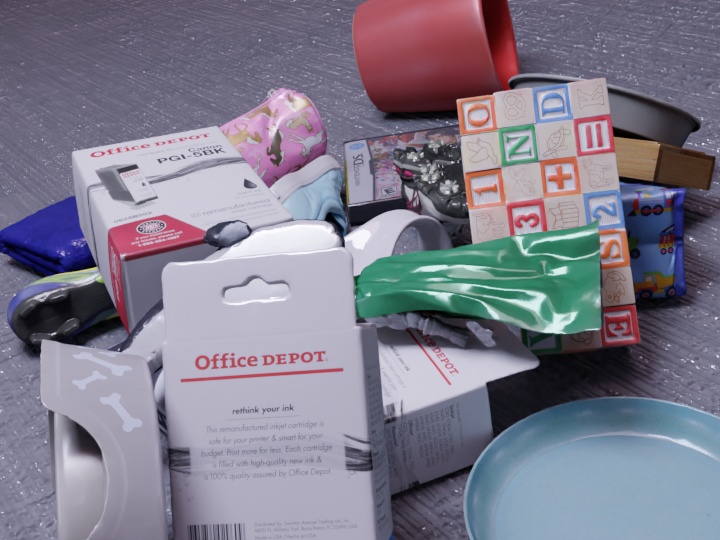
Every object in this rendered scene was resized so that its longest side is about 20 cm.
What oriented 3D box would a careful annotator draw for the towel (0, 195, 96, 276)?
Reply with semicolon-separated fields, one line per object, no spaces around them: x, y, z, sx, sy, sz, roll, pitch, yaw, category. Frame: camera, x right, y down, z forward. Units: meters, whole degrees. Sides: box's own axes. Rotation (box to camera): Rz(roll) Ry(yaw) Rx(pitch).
-0.277;-0.052;1.049;0.147;0.050;0.199;14;35;41;towel

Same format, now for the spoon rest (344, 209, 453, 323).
0.000;0.000;0.779;0.099;0.061;0.199;18;35;39;spoon rest

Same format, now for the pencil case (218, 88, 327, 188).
-0.132;-0.113;1.006;0.199;0.083;0.087;-35;65;-22;pencil case

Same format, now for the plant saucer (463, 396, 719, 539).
0.163;0.148;0.585;0.198;0.028;0.201;-7;30;4;plant saucer

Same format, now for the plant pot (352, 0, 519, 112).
0.095;-0.291;1.227;0.176;0.202;0.201;-8;28;20;plant pot

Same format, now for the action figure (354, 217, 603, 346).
0.069;0.014;0.677;0.198;0.055;0.118;-3;34;17;action figure

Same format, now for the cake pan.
0.244;-0.154;0.986;0.198;0.037;0.200;15;2;-1;cake pan

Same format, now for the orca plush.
-0.093;0.038;0.704;0.105;0.071;0.200;40;82;17;orca plush

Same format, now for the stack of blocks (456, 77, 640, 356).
0.142;-0.036;0.741;0.114;0.202;0.059;-7;-7;8;stack of blocks

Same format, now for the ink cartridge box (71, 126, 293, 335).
-0.158;-0.042;0.834;0.146;0.084;0.200;-14;36;-22;ink cartridge box

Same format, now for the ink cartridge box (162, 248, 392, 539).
-0.046;0.094;0.550;0.115;0.202;0.068;-5;-4;10;ink cartridge box

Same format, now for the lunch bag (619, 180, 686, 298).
0.200;-0.044;0.873;0.149;0.095;0.200;-3;16;7;lunch bag

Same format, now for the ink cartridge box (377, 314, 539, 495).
0.017;0.095;0.679;0.198;0.068;0.116;-17;30;-12;ink cartridge box

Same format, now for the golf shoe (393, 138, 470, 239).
0.083;-0.063;0.884;0.076;0.089;0.200;-10;17;-5;golf shoe

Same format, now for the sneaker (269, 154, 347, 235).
-0.047;-0.060;0.991;0.074;0.082;0.200;-44;0;24;sneaker

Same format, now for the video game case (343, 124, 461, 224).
0.081;-0.116;1.073;0.198;0.026;0.181;-8;29;2;video game case

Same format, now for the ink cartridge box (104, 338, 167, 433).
-0.111;0.056;0.811;0.197;0.044;0.199;-28;33;-30;ink cartridge box

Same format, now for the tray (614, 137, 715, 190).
0.228;-0.113;0.934;0.098;0.037;0.199;2;11;-41;tray

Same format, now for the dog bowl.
-0.144;0.137;0.533;0.058;0.202;0.200;-2;26;-18;dog bowl

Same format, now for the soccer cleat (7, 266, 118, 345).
-0.231;0.013;0.902;0.199;0.065;0.084;-18;21;-18;soccer cleat
